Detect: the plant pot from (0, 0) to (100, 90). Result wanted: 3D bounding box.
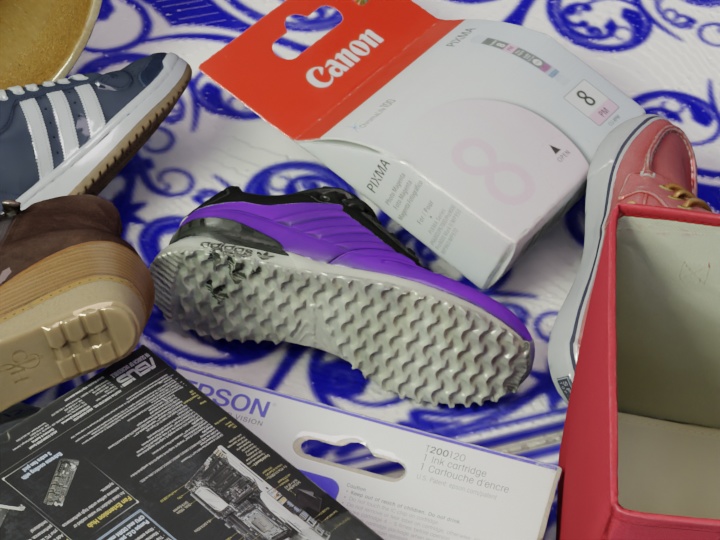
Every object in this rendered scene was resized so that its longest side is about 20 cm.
[{"bbox_3d":[-0.270,-0.192,1.247,0.186,0.187,0.200,-21,38,-25],"label":"plant pot"}]

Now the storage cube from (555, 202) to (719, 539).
[{"bbox_3d":[0.181,0.100,1.000,0.171,0.180,0.200,6,46,0],"label":"storage cube"}]

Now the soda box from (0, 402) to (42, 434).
[{"bbox_3d":[-0.229,0.120,0.998,0.200,0.068,0.063,-20,10,-24],"label":"soda box"}]

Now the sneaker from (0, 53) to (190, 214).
[{"bbox_3d":[-0.180,-0.078,1.183,0.108,0.070,0.200,42,53,-1],"label":"sneaker"}]

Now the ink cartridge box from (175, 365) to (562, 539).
[{"bbox_3d":[-0.024,0.149,1.025,0.198,0.043,0.200,15,48,8],"label":"ink cartridge box"}]

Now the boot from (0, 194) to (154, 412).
[{"bbox_3d":[-0.194,0.024,1.029,0.200,0.072,0.166,-14,20,-8],"label":"boot"}]

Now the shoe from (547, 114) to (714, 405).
[{"bbox_3d":[0.164,-0.013,1.163,0.091,0.071,0.200,-20,35,38],"label":"shoe"}]

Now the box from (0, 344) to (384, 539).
[{"bbox_3d":[-0.099,0.129,0.928,0.158,0.050,0.200,37,38,15],"label":"box"}]

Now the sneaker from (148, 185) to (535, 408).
[{"bbox_3d":[0.000,-0.001,1.160,0.200,0.070,0.100,17,40,7],"label":"sneaker"}]

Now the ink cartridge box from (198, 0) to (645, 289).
[{"bbox_3d":[0.038,-0.098,1.232,0.200,0.057,0.163,41,45,6],"label":"ink cartridge box"}]
